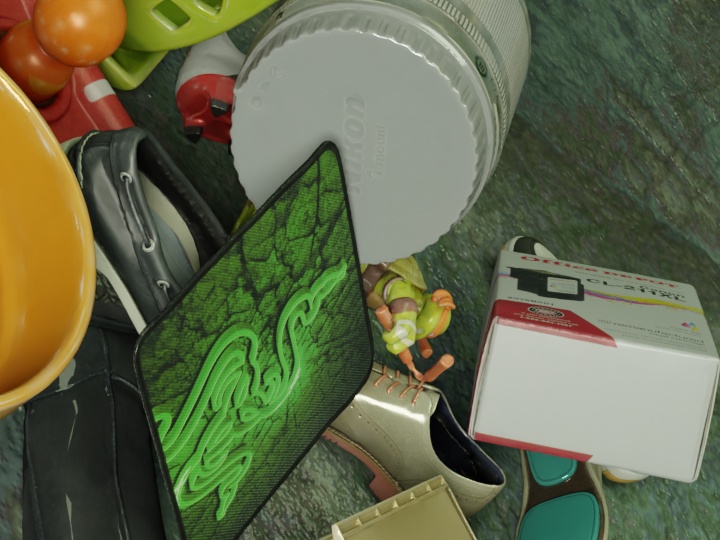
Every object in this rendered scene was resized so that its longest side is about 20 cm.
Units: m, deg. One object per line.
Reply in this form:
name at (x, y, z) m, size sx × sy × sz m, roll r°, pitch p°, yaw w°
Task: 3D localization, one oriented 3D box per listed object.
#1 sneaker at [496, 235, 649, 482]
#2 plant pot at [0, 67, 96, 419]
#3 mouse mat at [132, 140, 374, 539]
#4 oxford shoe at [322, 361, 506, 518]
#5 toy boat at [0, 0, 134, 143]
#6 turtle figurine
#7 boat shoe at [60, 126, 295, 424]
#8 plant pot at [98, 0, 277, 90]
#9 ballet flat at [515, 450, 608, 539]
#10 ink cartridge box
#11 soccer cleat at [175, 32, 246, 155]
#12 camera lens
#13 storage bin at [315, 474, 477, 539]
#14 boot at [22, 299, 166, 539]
sneaker at (0.179, 0.052, 1.400) m, size 0.075 × 0.087 × 0.201 m, roll -26°, pitch 83°, yaw -53°
plant pot at (-0.248, 0.009, 0.841) m, size 0.199 × 0.183 × 0.202 m, roll 29°, pitch 44°, yaw -32°
mouse mat at (-0.050, 0.045, 1.015) m, size 0.200 × 0.007 × 0.162 m, roll -48°, pitch 139°, yaw -42°
oxford shoe at (0.012, 0.077, 1.192) m, size 0.200 × 0.074 × 0.071 m, roll 45°, pitch 37°, yaw -16°
toy boat at (-0.181, -0.121, 1.067) m, size 0.201 × 0.130 × 0.130 m, roll 58°, pitch 35°, yaw 2°
turtle figurine at (0.000, 0.000, 1.190) m, size 0.160 × 0.065 × 0.200 m, roll 32°, pitch 6°, yaw -10°
boat shoe at (-0.084, 0.004, 1.019) m, size 0.200 × 0.066 × 0.075 m, roll 57°, pitch 32°, yaw -17°
plant pot at (-0.129, -0.243, 1.180) m, size 0.199 × 0.181 × 0.201 m, roll 46°, pitch 36°, yaw -15°
ballet flat at (0.142, 0.163, 1.296) m, size 0.069 × 0.069 × 0.201 m, roll 35°, pitch 40°, yaw -27°
ink cartridge box at (0.149, 0.056, 1.251) m, size 0.144 × 0.084 × 0.200 m, roll 10°, pitch 14°, yaw 2°
soccer cleat at (-0.037, -0.094, 1.276) m, size 0.199 × 0.068 × 0.086 m, roll 27°, pitch 49°, yaw -29°
camera lens at (0.015, -0.113, 1.144) m, size 0.160 × 0.160 × 0.200 m, roll 47°, pitch 27°, yaw -13°
storage bin at (0.029, 0.230, 1.047) m, size 0.201 × 0.093 × 0.198 m, roll 62°, pitch 20°, yaw 8°
boot at (-0.114, 0.121, 1.015) m, size 0.164 × 0.065 × 0.202 m, roll 13°, pitch 53°, yaw -44°
